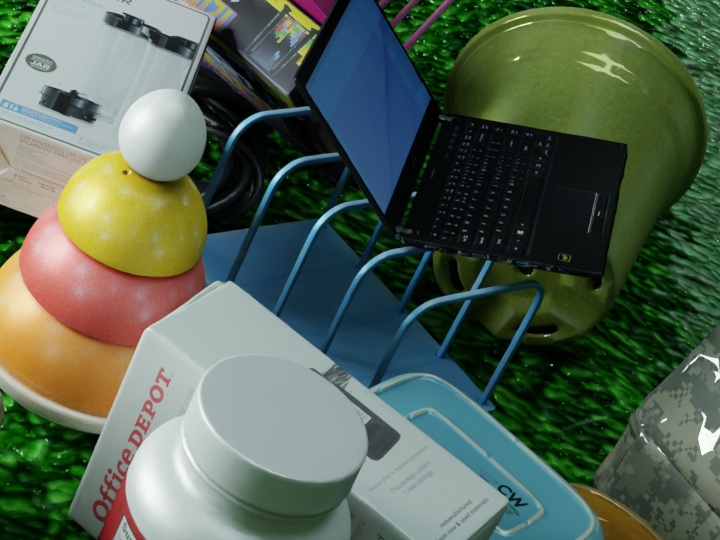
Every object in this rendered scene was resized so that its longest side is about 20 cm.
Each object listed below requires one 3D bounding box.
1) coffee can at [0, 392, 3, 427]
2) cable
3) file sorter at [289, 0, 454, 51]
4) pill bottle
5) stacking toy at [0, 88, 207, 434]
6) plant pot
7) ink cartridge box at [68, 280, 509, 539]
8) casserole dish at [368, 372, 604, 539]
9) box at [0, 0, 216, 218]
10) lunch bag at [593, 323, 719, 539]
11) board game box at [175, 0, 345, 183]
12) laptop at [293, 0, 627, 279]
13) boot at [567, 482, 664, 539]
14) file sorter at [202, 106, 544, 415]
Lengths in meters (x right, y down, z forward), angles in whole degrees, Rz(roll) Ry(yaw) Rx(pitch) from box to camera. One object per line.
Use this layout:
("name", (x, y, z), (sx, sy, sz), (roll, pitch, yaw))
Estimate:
("coffee can", (-0.296, 0.046, 0.999), (0.200, 0.147, 0.146), (40, 34, 20))
("cable", (-0.155, -0.102, 1.392), (0.199, 0.051, 0.163), (36, 33, 13))
("file sorter", (-0.021, -0.237, 1.434), (0.139, 0.125, 0.200), (46, -6, -26))
("pill bottle", (-0.072, 0.142, 0.973), (0.112, 0.201, 0.113), (19, 32, -13))
("stacking toy", (-0.131, -0.019, 1.161), (0.145, 0.201, 0.147), (19, 32, -13))
("plant pot", (0.135, -0.054, 1.440), (0.199, 0.201, 0.185), (26, 43, -1))
("ink cartridge box", (-0.043, 0.125, 1.071), (0.200, 0.146, 0.083), (37, 34, 16))
("casserole dish", (0.055, 0.124, 1.139), (0.121, 0.039, 0.200), (-23, 53, -40))
("box", (-0.172, -0.111, 1.300), (0.116, 0.060, 0.201), (20, 37, -4))
("lunch bag", (0.271, 0.132, 1.268), (0.139, 0.168, 0.200), (-4, 43, -39))
("board game box", (-0.083, -0.167, 1.462), (0.200, 0.057, 0.165), (41, -7, 23))
("laptop", (0.070, -0.095, 1.271), (0.198, 0.104, 0.178), (10, 32, 8))
("boot", (0.080, 0.178, 1.171), (0.200, 0.071, 0.144), (25, 38, 3))
("file sorter", (0.000, 0.000, 1.304), (0.138, 0.123, 0.200), (-10, 48, -43))
